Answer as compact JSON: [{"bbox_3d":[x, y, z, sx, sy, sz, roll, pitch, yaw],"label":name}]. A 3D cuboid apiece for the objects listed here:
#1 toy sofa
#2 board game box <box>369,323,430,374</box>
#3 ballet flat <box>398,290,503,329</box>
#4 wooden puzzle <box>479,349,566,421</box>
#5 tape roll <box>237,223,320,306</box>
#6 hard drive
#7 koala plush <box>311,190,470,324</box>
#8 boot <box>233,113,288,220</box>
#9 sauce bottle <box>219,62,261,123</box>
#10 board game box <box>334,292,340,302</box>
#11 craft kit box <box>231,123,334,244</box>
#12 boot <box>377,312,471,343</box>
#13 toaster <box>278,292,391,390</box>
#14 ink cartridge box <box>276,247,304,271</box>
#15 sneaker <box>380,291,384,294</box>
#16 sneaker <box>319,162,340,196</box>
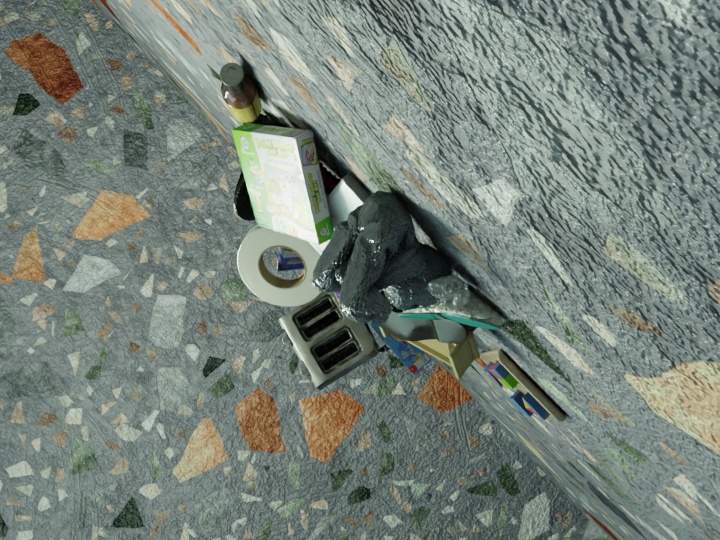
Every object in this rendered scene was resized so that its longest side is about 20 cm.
[{"bbox_3d":[0.132,0.109,1.288,0.199,0.098,0.083,27,154,35],"label":"toy sofa"},{"bbox_3d":[0.060,0.119,1.590,0.196,0.056,0.200,51,-179,-27],"label":"board game box"},{"bbox_3d":[0.140,0.052,1.103,0.199,0.072,0.072,4,148,39],"label":"ballet flat"},{"bbox_3d":[0.325,0.244,1.414,0.185,0.046,0.200,45,177,5],"label":"wooden puzzle"},{"bbox_3d":[-0.162,-0.015,1.447,0.203,0.202,0.037,47,-153,-18],"label":"tape roll"},{"bbox_3d":[-0.023,-0.073,1.226,0.132,0.027,0.200,47,145,-1],"label":"hard drive"},{"bbox_3d":[0.065,-0.004,1.031,0.199,0.185,0.177,23,-172,-30],"label":"koala plush"},{"bbox_3d":[-0.214,-0.213,1.386,0.079,0.212,0.158,22,-175,-31],"label":"boot"},{"bbox_3d":[-0.218,-0.323,1.231,0.066,0.066,0.200,45,174,1],"label":"sauce bottle"},{"bbox_3d":[0.000,0.000,1.431,0.105,0.102,0.200,65,-171,-1],"label":"board game box"},{"bbox_3d":[-0.140,-0.160,1.229,0.199,0.048,0.199,17,125,45],"label":"craft kit box"},{"bbox_3d":[0.112,0.080,1.226,0.199,0.076,0.074,7,129,29],"label":"boot"},{"bbox_3d":[-0.063,0.148,1.528,0.182,0.199,0.119,59,180,11],"label":"toaster"},{"bbox_3d":[-0.114,-0.077,1.478,0.042,0.119,0.201,53,140,44],"label":"ink cartridge box"},{"bbox_3d":[0.106,0.087,1.591,0.116,0.075,0.201,57,-171,-12],"label":"sneaker"},{"bbox_3d":[-0.109,-0.163,1.279,0.200,0.096,0.079,46,-147,1],"label":"sneaker"}]
